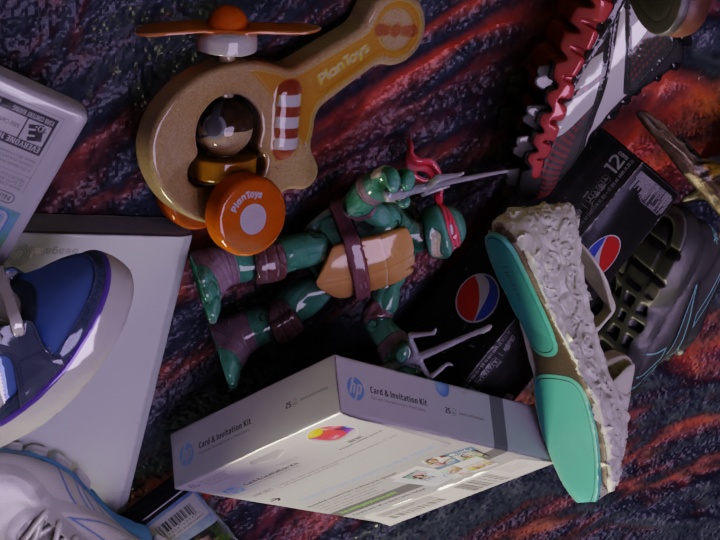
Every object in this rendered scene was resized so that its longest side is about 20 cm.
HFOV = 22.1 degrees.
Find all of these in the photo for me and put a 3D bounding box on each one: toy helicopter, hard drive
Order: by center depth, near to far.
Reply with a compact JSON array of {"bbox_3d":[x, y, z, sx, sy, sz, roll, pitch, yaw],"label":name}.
[{"bbox_3d":[-0.046,-0.112,1.066,0.199,0.079,0.133,-36,122,-20],"label":"toy helicopter"},{"bbox_3d":[-0.184,0.062,1.108,0.131,0.026,0.202,1,119,-31],"label":"hard drive"}]

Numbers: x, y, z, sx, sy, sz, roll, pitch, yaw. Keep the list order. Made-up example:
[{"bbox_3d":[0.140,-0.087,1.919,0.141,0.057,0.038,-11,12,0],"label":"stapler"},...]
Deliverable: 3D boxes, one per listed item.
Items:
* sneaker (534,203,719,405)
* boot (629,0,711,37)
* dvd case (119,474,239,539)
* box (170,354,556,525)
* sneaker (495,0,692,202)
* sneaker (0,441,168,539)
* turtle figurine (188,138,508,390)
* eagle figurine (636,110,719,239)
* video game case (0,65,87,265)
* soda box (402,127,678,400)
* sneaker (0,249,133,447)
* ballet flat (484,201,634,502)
[{"bbox_3d":[0.198,0.053,1.297,0.079,0.075,0.201,20,108,-40],"label":"sneaker"},{"bbox_3d":[0.256,-0.180,1.095,0.198,0.189,0.069,23,135,-16],"label":"boot"},{"bbox_3d":[-0.133,0.229,1.232,0.142,0.018,0.200,-37,139,-5],"label":"dvd case"},{"bbox_3d":[0.003,0.114,1.174,0.199,0.042,0.155,15,148,-43],"label":"box"},{"bbox_3d":[0.151,-0.128,1.148,0.097,0.071,0.202,15,111,-16],"label":"sneaker"},{"bbox_3d":[-0.165,0.174,1.103,0.199,0.087,0.075,35,97,-27],"label":"sneaker"},{"bbox_3d":[0.000,0.000,1.131,0.198,0.101,0.151,-18,117,-5],"label":"turtle figurine"},{"bbox_3d":[0.308,-0.100,1.214,0.200,0.151,0.152,-41,131,-3],"label":"eagle figurine"},{"bbox_3d":[-0.272,-0.048,0.971,0.199,0.024,0.183,23,109,-32],"label":"video game case"},{"bbox_3d":[0.115,0.000,1.212,0.200,0.071,0.063,-51,141,7],"label":"soda box"},{"bbox_3d":[-0.234,0.032,0.970,0.199,0.081,0.146,-37,132,11],"label":"sneaker"},{"bbox_3d":[0.138,0.048,1.149,0.071,0.072,0.202,-24,108,-16],"label":"ballet flat"}]
